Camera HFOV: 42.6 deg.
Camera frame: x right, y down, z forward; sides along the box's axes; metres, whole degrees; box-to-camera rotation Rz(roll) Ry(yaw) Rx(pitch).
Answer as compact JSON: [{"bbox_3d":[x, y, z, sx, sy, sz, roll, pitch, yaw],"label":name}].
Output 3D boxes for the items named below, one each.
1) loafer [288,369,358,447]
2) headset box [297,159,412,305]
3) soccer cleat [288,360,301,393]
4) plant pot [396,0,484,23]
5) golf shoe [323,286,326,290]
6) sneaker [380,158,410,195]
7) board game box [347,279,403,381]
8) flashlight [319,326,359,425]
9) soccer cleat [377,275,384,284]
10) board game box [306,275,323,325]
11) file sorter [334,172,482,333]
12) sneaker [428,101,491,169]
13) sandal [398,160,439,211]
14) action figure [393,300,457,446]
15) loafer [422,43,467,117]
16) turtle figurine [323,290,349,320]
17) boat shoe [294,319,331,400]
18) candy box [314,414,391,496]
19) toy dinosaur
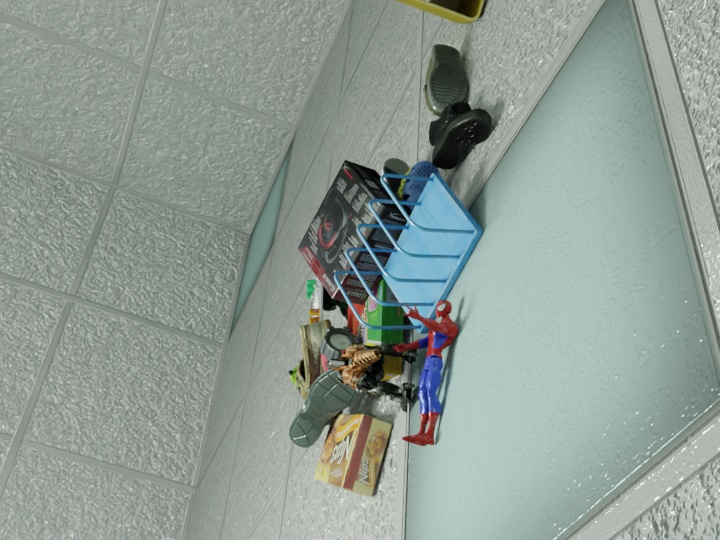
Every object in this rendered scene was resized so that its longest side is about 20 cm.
[{"bbox_3d":[-0.056,0.216,1.573,0.201,0.071,0.063,-52,1,27],"label":"loafer"},{"bbox_3d":[-0.015,-0.054,1.529,0.202,0.074,0.149,-60,42,20],"label":"headset box"},{"bbox_3d":[-0.079,0.249,1.839,0.067,0.082,0.200,-39,32,-8],"label":"soccer cleat"},{"bbox_3d":[0.147,-0.578,1.747,0.176,0.196,0.204,-146,75,-87],"label":"plant pot"},{"bbox_3d":[0.000,0.000,1.675,0.198,0.072,0.094,8,94,50],"label":"golf shoe"},{"bbox_3d":[0.061,-0.079,1.676,0.147,0.075,0.205,110,162,-48],"label":"sneaker"},{"bbox_3d":[0.022,0.115,1.580,0.200,0.039,0.156,139,136,-66],"label":"board game box"},{"bbox_3d":[-0.054,0.189,1.629,0.067,0.068,0.202,-28,-32,-39],"label":"flashlight"},{"bbox_3d":[0.012,-0.052,1.618,0.200,0.069,0.088,47,149,49],"label":"soccer cleat"},{"bbox_3d":[-0.091,0.064,1.803,0.201,0.025,0.203,100,170,-58],"label":"board game box"},{"bbox_3d":[0.063,-0.026,1.380,0.140,0.121,0.202,56,132,39],"label":"file sorter"},{"bbox_3d":[0.158,-0.237,1.497,0.200,0.059,0.106,133,152,-62],"label":"sneaker"},{"bbox_3d":[0.102,-0.084,1.515,0.087,0.078,0.204,159,120,-66],"label":"sandal"},{"bbox_3d":[0.077,0.129,1.280,0.065,0.097,0.204,148,141,-67],"label":"action figure"},{"bbox_3d":[0.150,-0.329,1.659,0.202,0.074,0.070,-80,3,-48],"label":"loafer"},{"bbox_3d":[-0.025,0.036,1.830,0.201,0.099,0.151,-54,22,39],"label":"turtle figurine"},{"bbox_3d":[-0.094,0.166,1.685,0.074,0.061,0.203,-109,24,-47],"label":"boat shoe"},{"bbox_3d":[-0.016,0.299,1.513,0.200,0.054,0.118,153,135,-72],"label":"candy box"},{"bbox_3d":[0.014,0.151,1.379,0.200,0.133,0.104,-113,33,-85],"label":"toy dinosaur"}]
